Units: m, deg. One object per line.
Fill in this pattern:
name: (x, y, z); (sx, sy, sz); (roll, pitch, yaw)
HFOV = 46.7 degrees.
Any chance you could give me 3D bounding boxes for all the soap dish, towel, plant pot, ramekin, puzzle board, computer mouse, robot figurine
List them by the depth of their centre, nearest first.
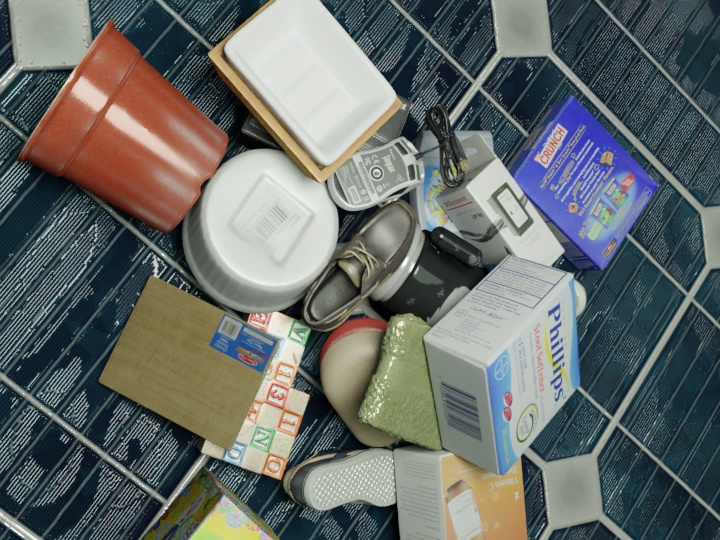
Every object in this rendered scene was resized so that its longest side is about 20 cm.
soap dish: (-0.067, -0.226, 1.016); (0.201, 0.081, 0.157); (48, 68, -7)
plant pot: (-0.279, -0.161, 1.022); (0.194, 0.200, 0.203); (35, 77, -21)
towel: (0.075, 0.143, 1.050); (0.199, 0.036, 0.152); (27, 82, -51)
ramekin: (-0.122, -0.054, 1.059); (0.196, 0.098, 0.206); (5, 77, -19)
puzzle board: (-0.218, 0.117, 1.070); (0.196, 0.017, 0.153); (24, 81, 9)
computer mouse: (0.043, -0.134, 1.080); (0.196, 0.044, 0.112); (-22, 87, -17)
robot figurine: (0.091, 0.017, 1.141); (0.198, 0.125, 0.152); (33, 93, -12)

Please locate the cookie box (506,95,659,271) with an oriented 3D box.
cookie box: (0.328, -0.130, 1.267); (0.199, 0.075, 0.172); (42, 76, -12)

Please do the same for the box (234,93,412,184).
box: (-0.049, -0.199, 1.114); (0.197, 0.079, 0.144); (25, 84, -15)

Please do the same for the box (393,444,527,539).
box: (0.140, 0.338, 1.145); (0.150, 0.105, 0.206); (-4, 88, -36)

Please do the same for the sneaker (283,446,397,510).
sneaker: (-0.017, 0.280, 1.139); (0.197, 0.078, 0.081); (9, 83, -43)

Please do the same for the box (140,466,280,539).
box: (-0.202, 0.369, 1.006); (0.122, 0.192, 0.201); (44, 76, -11)

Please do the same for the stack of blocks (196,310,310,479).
stack of blocks: (-0.129, 0.159, 1.111); (0.113, 0.058, 0.204); (21, 81, -16)

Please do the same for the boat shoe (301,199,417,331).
boat shoe: (0.000, 0.000, 1.039); (0.074, 0.073, 0.201); (38, 98, 2)

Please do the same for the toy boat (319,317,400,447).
toy boat: (0.020, 0.135, 1.134); (0.128, 0.132, 0.202); (-23, 132, 8)

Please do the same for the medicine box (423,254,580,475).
medicine box: (0.186, 0.117, 1.063); (0.199, 0.102, 0.185); (-38, 130, -33)

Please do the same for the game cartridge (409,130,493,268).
game cartridge: (0.137, -0.104, 1.226); (0.130, 0.040, 0.206); (-3, 88, -14)

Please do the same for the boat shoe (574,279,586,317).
boat shoe: (0.261, 0.043, 1.174); (0.070, 0.200, 0.072); (-16, 85, -26)

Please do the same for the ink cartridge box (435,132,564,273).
ink cartridge box: (0.180, -0.081, 1.160); (0.068, 0.116, 0.201); (-39, 98, -15)
